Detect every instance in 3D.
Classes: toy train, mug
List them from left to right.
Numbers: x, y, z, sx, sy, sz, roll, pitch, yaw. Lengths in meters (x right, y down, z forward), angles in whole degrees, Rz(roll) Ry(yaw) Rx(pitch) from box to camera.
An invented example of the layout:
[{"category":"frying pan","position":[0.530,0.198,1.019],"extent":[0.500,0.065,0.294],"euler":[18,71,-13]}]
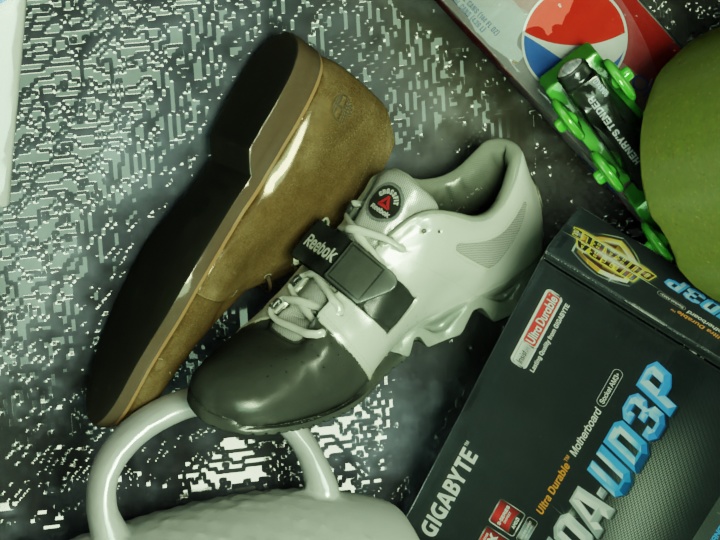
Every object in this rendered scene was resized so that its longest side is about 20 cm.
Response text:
[{"category":"mug","position":[-0.059,0.151,1.198],"extent":[0.175,0.148,0.201],"euler":[-17,101,-14]},{"category":"toy train","position":[0.147,-0.019,1.177],"extent":[0.042,0.056,0.200],"euler":[-37,107,6]}]

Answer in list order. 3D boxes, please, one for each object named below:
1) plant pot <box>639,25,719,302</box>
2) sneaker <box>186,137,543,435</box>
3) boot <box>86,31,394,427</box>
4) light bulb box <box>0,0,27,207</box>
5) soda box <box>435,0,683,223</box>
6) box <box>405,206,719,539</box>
[{"category":"plant pot","position":[0.223,-0.053,1.077],"extent":[0.199,0.190,0.201],"euler":[7,79,-38]},{"category":"sneaker","position":[0.000,0.000,1.179],"extent":[0.200,0.074,0.089],"euler":[-31,132,-30]},{"category":"boot","position":[-0.055,-0.005,1.202],"extent":[0.075,0.074,0.200],"euler":[30,95,-28]},{"category":"light bulb box","position":[-0.237,-0.143,1.099],"extent":[0.197,0.125,0.201],"euler":[3,104,-12]},{"category":"soda box","position":[0.115,-0.089,1.215],"extent":[0.070,0.063,0.200],"euler":[-43,108,3]},{"category":"box","position":[0.121,0.090,1.190],"extent":[0.159,0.046,0.200],"euler":[33,130,8]}]
